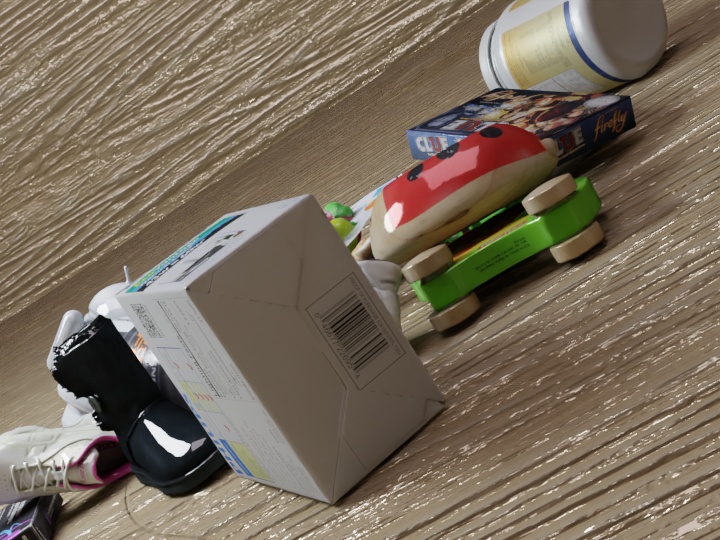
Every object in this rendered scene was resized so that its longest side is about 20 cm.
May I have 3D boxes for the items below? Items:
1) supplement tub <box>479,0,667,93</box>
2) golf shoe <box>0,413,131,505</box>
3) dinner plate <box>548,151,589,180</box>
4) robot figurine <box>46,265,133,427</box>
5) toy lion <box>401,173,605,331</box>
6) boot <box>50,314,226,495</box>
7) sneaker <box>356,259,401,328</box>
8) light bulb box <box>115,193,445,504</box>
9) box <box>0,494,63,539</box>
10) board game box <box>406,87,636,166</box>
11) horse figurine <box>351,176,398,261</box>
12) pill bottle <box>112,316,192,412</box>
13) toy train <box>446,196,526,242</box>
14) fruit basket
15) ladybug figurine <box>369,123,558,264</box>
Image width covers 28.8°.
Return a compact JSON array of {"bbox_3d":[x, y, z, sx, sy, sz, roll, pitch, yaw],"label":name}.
[{"bbox_3d":[0.249,-0.274,1.670,0.144,0.145,0.200,-43,14,-33],"label":"supplement tub"},{"bbox_3d":[-0.317,0.200,1.456,0.199,0.076,0.091,-18,18,-21],"label":"golf shoe"},{"bbox_3d":[0.191,-0.115,1.503,0.200,0.024,0.200,-34,11,8],"label":"dinner plate"},{"bbox_3d":[-0.269,0.099,1.589,0.113,0.169,0.201,23,92,53],"label":"robot figurine"},{"bbox_3d":[0.127,-0.026,1.264,0.200,0.069,0.192,-30,5,21],"label":"toy lion"},{"bbox_3d":[-0.211,0.123,1.323,0.076,0.168,0.200,-40,13,-25],"label":"boot"},{"bbox_3d":[-0.027,0.068,1.275,0.075,0.081,0.200,3,-30,-33],"label":"sneaker"},{"bbox_3d":[-0.069,0.060,1.102,0.125,0.199,0.200,-37,13,-21],"label":"light bulb box"},{"bbox_3d":[-0.406,0.307,1.464,0.200,0.036,0.143,-36,12,2],"label":"box"},{"bbox_3d":[0.160,-0.145,1.432,0.135,0.035,0.200,-28,23,-30],"label":"board game box"},{"bbox_3d":[0.000,0.000,1.461,0.200,0.050,0.133,-56,0,-23],"label":"horse figurine"},{"bbox_3d":[-0.186,0.102,1.442,0.200,0.106,0.106,1,35,48],"label":"pill bottle"},{"bbox_3d":[0.105,-0.059,1.440,0.042,0.057,0.200,-27,6,-29],"label":"toy train"},{"bbox_3d":[-0.054,-0.028,1.611,0.185,0.094,0.200,-31,20,40],"label":"fruit basket"},{"bbox_3d":[0.089,-0.075,1.295,0.200,0.072,0.136,-29,-2,17],"label":"ladybug figurine"}]
